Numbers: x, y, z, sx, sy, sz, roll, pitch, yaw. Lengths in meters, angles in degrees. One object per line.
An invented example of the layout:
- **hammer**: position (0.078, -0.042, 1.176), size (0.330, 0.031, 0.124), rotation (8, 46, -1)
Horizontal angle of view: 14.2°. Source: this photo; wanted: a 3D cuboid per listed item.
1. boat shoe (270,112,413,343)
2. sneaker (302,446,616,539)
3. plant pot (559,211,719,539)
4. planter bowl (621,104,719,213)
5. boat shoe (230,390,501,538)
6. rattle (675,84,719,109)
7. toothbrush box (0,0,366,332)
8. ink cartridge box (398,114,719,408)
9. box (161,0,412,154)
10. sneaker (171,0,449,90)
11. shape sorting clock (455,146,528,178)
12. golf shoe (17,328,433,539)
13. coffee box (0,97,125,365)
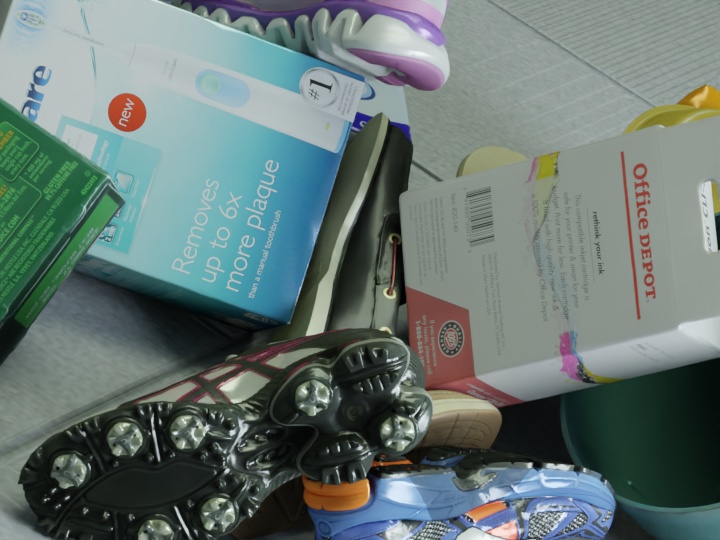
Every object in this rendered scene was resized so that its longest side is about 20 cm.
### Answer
- **boat shoe**: position (-0.001, 0.001, 1.601), size (0.063, 0.074, 0.202), rotation (26, 52, -15)
- **sneaker**: position (0.048, 0.131, 1.459), size (0.200, 0.079, 0.075), rotation (1, 6, -39)
- **plant pot**: position (0.234, 0.089, 1.573), size (0.161, 0.201, 0.201), rotation (48, 9, -38)
- **planter bowl**: position (0.250, -0.027, 1.764), size (0.200, 0.083, 0.201), rotation (22, 54, -33)
- **boat shoe**: position (-0.008, 0.085, 1.493), size (0.200, 0.071, 0.065), rotation (-6, 40, -46)
- **rattle**: position (0.232, -0.001, 1.811), size (0.130, 0.143, 0.200), rotation (36, 14, -24)
- **toothbrush box**: position (-0.118, -0.067, 1.573), size (0.200, 0.147, 0.085), rotation (20, -10, -13)
- **ink cartridge box**: position (0.125, -0.003, 1.538), size (0.067, 0.200, 0.117), rotation (27, 55, -56)
- **box**: position (-0.077, -0.106, 1.752), size (0.184, 0.105, 0.200), rotation (20, 26, -15)
- **sneaker**: position (-0.020, -0.155, 1.603), size (0.200, 0.089, 0.080), rotation (10, -9, 44)
- **shape sorting clock**: position (0.122, 0.012, 1.695), size (0.200, 0.039, 0.200), rotation (42, 30, -30)
- **golf shoe**: position (-0.064, 0.080, 1.390), size (0.200, 0.077, 0.088), rotation (-16, 17, -2)
- **coffee box**: position (-0.233, -0.049, 1.481), size (0.200, 0.123, 0.044), rotation (33, -9, 17)
